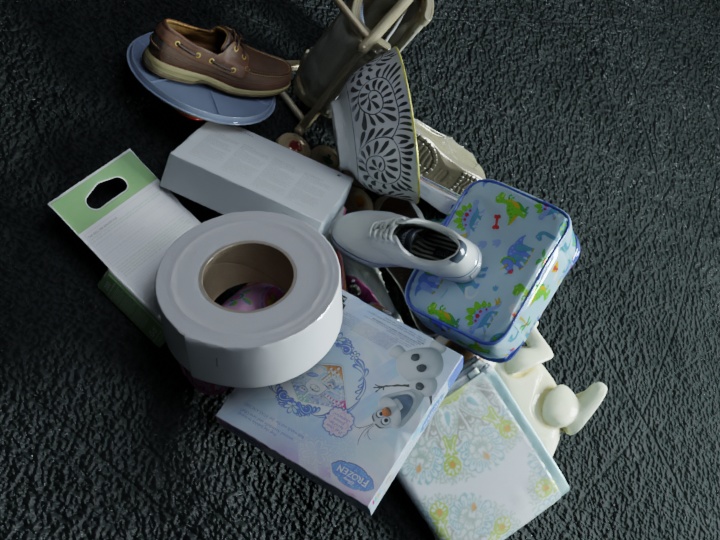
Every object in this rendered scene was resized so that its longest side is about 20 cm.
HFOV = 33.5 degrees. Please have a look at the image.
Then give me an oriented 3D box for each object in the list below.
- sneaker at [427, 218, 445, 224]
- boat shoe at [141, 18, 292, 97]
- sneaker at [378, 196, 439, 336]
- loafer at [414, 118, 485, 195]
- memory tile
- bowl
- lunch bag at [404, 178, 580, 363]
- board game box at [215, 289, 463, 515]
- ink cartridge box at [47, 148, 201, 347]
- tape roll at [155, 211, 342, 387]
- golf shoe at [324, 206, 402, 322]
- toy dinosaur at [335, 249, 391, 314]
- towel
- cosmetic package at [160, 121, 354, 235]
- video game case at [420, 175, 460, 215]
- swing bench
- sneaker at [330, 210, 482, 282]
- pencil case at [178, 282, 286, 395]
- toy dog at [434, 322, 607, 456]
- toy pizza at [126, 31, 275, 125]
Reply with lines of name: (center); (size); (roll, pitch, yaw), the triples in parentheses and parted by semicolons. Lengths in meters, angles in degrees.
sneaker: (0.158, 0.002, 1.620); (0.200, 0.078, 0.091); (30, 75, -13)
boat shoe: (-0.171, -0.269, 1.507); (0.200, 0.068, 0.072); (7, 39, -30)
sneaker: (0.077, -0.003, 1.581); (0.085, 0.073, 0.200); (17, 53, -66)
loafer: (0.096, -0.164, 1.694); (0.200, 0.076, 0.068); (32, 32, -29)
memory tile: (-0.026, -0.099, 1.606); (0.200, 0.017, 0.153); (18, 53, -24)
bowl: (0.014, -0.176, 1.520); (0.094, 0.201, 0.201); (-9, 63, -2)
lunch bag: (0.157, -0.003, 1.446); (0.161, 0.082, 0.200); (25, 77, 28)
board game box: (-0.022, 0.134, 1.322); (0.200, 0.043, 0.199); (28, 68, 17)
ink cartridge box: (-0.251, -0.028, 1.390); (0.200, 0.048, 0.146); (44, 47, 1)
tape roll: (-0.120, 0.029, 1.299); (0.202, 0.071, 0.203); (0, 48, 0)
golf shoe: (0.000, 0.000, 1.515); (0.091, 0.075, 0.200); (-36, 86, -35)
toy dinosaur: (-0.049, 0.108, 1.407); (0.181, 0.105, 0.200); (-27, 73, -31)
towel: (0.130, 0.226, 1.421); (0.171, 0.048, 0.200); (-33, 91, -8)
cosmetic package: (-0.122, -0.108, 1.460); (0.200, 0.052, 0.151); (25, 30, 3)
video game case: (0.155, -0.075, 1.621); (0.200, 0.023, 0.182); (23, 9, -25)
swing bench: (-0.015, -0.313, 1.627); (0.200, 0.199, 0.130); (-31, 82, -42)
sneaker: (0.048, -0.040, 1.422); (0.071, 0.200, 0.073); (50, 56, -57)
pencil case: (-0.127, 0.062, 1.394); (0.087, 0.087, 0.200); (47, 47, 1)
toy dog: (0.172, 0.150, 1.516); (0.200, 0.140, 0.194); (41, 75, -5)
toy pizza: (-0.205, -0.241, 1.537); (0.200, 0.032, 0.200); (19, 34, -14)
